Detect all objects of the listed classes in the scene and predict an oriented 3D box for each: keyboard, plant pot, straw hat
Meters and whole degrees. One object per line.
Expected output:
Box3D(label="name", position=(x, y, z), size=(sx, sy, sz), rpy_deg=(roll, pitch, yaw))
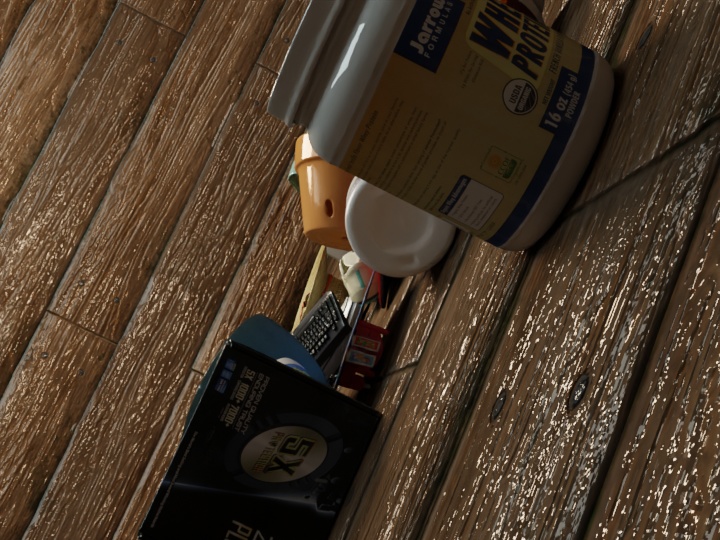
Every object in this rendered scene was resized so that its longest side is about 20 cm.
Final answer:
Box3D(label="keyboard", position=(-0.076, 0.136, 1.521), size=(0.200, 0.020, 0.128), rpy_deg=(-51, 52, 32))
Box3D(label="plant pot", position=(-0.104, 0.172, 1.245), size=(0.201, 0.133, 0.201), rpy_deg=(-59, -14, -24))
Box3D(label="straw hat", position=(-0.053, 0.059, 1.713), size=(0.201, 0.084, 0.204), rpy_deg=(-160, 90, -86))
Box3D(label="plant pot", position=(-0.009, -0.111, 1.569), size=(0.200, 0.197, 0.142), rpy_deg=(133, 146, -76))

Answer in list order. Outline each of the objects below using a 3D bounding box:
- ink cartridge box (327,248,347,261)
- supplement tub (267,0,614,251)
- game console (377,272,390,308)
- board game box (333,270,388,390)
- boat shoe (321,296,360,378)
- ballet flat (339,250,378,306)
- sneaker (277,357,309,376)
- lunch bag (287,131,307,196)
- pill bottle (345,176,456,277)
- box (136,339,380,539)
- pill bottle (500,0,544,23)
Box3D(label="ink cartridge box", position=(0.009, -0.127, 1.998), size=(0.147, 0.083, 0.201), rpy_deg=(-60, 6, 41))
Box3D(label="supplement tub", position=(0.051, -0.116, 0.696), size=(0.146, 0.198, 0.144), rpy_deg=(-64, 5, 0))
Box3D(label="game console", position=(0.073, -0.070, 1.365), size=(0.171, 0.119, 0.200), rpy_deg=(-31, 15, 14))
Box3D(label="board game box", position=(0.004, 0.092, 1.167), size=(0.201, 0.038, 0.159), rpy_deg=(-69, -3, -48))
Box3D(label="boat shoe", position=(-0.058, 0.117, 1.561), size=(0.074, 0.066, 0.202), rpy_deg=(-90, 26, -79))
Box3D(label="ballet flat", position=(0.000, 0.000, 1.484), size=(0.070, 0.069, 0.200), rpy_deg=(-64, 6, 3))
Box3D(label="sneaker", position=(-0.080, 0.185, 1.137), size=(0.082, 0.073, 0.202), rpy_deg=(-120, 35, -55))
Box3D(label="lunch bag", position=(-0.013, -0.172, 1.766), size=(0.122, 0.198, 0.172), rpy_deg=(123, 170, -57))
Box3D(label="pill bottle", position=(0.040, -0.065, 1.117), size=(0.115, 0.113, 0.200), rpy_deg=(-64, 4, 9))
Box3D(label="box", position=(-0.097, 0.191, 1.006), size=(0.202, 0.162, 0.086), rpy_deg=(-64, 5, -7))
Box3D(label="pill bottle", position=(0.112, -0.199, 0.995), size=(0.113, 0.112, 0.202), rpy_deg=(122, 171, -57))
